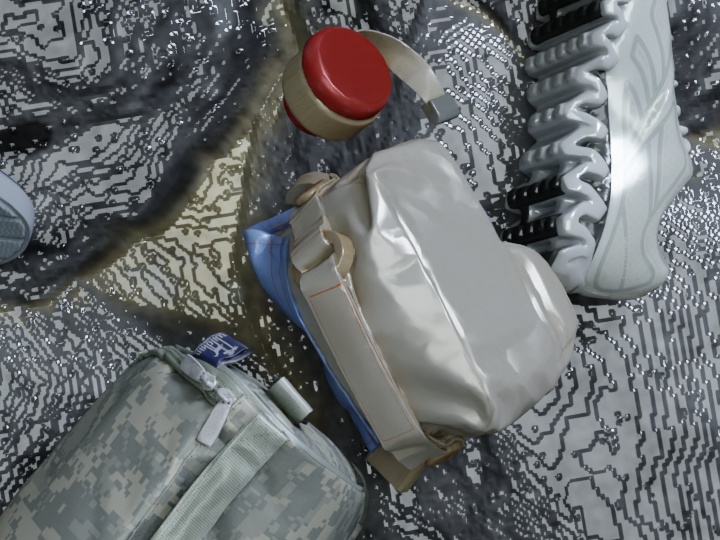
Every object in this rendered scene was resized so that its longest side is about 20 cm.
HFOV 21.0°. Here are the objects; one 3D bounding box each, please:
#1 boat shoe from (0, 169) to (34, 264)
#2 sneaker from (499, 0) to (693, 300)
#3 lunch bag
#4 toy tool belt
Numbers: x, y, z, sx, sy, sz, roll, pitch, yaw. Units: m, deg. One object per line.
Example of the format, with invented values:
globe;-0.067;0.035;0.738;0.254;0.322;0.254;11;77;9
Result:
boat shoe;-0.249;-0.059;0.924;0.200;0.062;0.072;19;130;-15
sneaker;0.125;-0.081;0.954;0.081;0.075;0.200;13;83;-23
lunch bag;-0.091;0.132;0.871;0.139;0.168;0.200;38;85;-1
toy tool belt;0.000;0.000;0.910;0.125;0.123;0.200;-25;82;-44
